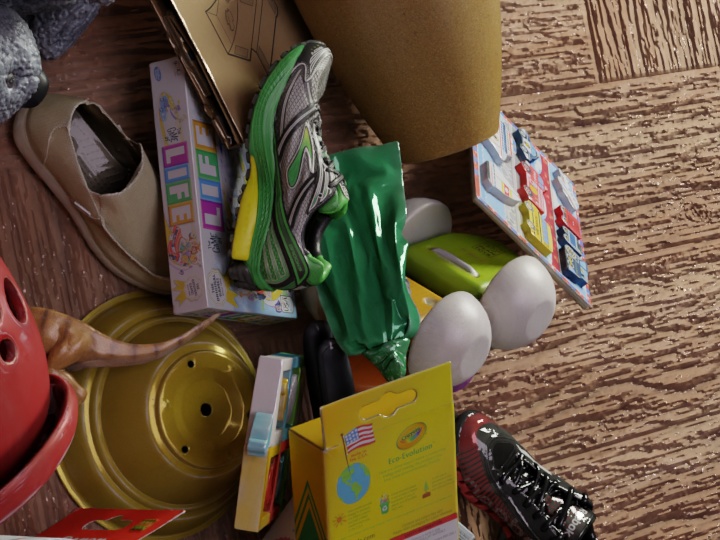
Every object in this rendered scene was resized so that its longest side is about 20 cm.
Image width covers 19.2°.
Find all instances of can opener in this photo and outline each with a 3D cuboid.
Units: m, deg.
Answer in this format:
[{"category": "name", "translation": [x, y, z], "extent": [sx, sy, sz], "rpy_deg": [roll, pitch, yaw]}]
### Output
[{"category": "can opener", "translation": [-0.016, 0.124, 1.727], "extent": [0.078, 0.063, 0.201], "rpy_deg": [-29, 125, -20]}]

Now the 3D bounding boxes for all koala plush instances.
[{"category": "koala plush", "translation": [-0.284, -0.180, 1.555], "extent": [0.183, 0.177, 0.201], "rpy_deg": [27, 68, -18]}]

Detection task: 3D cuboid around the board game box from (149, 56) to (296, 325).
[{"category": "board game box", "translation": [-0.109, -0.061, 1.699], "extent": [0.134, 0.034, 0.201], "rpy_deg": [8, 73, -60]}]

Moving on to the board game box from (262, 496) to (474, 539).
[{"category": "board game box", "translation": [-0.018, 0.252, 1.692], "extent": [0.200, 0.064, 0.148], "rpy_deg": [-55, 130, -11]}]

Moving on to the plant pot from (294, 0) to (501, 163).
[{"category": "plant pot", "translation": [0.046, -0.200, 1.791], "extent": [0.186, 0.186, 0.201], "rpy_deg": [-28, 106, -35]}]

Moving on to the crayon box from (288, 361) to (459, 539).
[{"category": "crayon box", "translation": [0.013, 0.169, 1.613], "extent": [0.127, 0.051, 0.201], "rpy_deg": [-17, 116, -33]}]

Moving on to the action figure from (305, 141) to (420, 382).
[{"category": "action figure", "translation": [0.000, 0.000, 1.681], "extent": [0.118, 0.055, 0.201], "rpy_deg": [-17, 62, 0]}]

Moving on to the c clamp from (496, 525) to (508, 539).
[{"category": "c clamp", "translation": [0.080, 0.239, 1.840], "extent": [0.171, 0.027, 0.201], "rpy_deg": [35, 64, -29]}]

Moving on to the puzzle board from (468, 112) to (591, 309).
[{"category": "puzzle board", "translation": [0.148, -0.071, 1.869], "extent": [0.151, 0.017, 0.200], "rpy_deg": [43, 24, -24]}]

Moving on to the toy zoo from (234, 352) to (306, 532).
[{"category": "toy zoo", "translation": [-0.070, 0.130, 1.647], "extent": [0.020, 0.200, 0.132], "rpy_deg": [9, 90, 5]}]

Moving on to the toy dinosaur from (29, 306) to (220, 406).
[{"category": "toy dinosaur", "translation": [-0.215, 0.059, 1.592], "extent": [0.199, 0.060, 0.107], "rpy_deg": [17, 100, -8]}]

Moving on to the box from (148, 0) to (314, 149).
[{"category": "box", "translation": [-0.102, -0.203, 1.717], "extent": [0.164, 0.021, 0.200], "rpy_deg": [63, 27, -13]}]

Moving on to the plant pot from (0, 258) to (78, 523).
[{"category": "plant pot", "translation": [-0.305, 0.081, 1.477], "extent": [0.201, 0.200, 0.183], "rpy_deg": [-50, 118, -30]}]

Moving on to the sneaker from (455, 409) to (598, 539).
[{"category": "sneaker", "translation": [0.147, 0.197, 1.826], "extent": [0.071, 0.098, 0.201], "rpy_deg": [-50, 118, -32]}]

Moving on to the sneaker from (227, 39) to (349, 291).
[{"category": "sneaker", "translation": [-0.043, -0.080, 1.658], "extent": [0.078, 0.085, 0.201], "rpy_deg": [21, 76, -73]}]

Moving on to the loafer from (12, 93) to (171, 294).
[{"category": "loafer", "translation": [-0.188, -0.058, 1.659], "extent": [0.200, 0.068, 0.076], "rpy_deg": [46, 60, -22]}]

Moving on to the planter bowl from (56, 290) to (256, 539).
[{"category": "planter bowl", "translation": [-0.139, 0.111, 1.663], "extent": [0.200, 0.083, 0.202], "rpy_deg": [5, 81, -36]}]

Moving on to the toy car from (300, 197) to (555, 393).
[{"category": "toy car", "translation": [0.054, 0.044, 1.785], "extent": [0.200, 0.175, 0.151], "rpy_deg": [-27, 136, -40]}]

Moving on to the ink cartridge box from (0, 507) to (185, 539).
[{"category": "ink cartridge box", "translation": [-0.249, 0.197, 1.520], "extent": [0.200, 0.162, 0.050], "rpy_deg": [-30, 103, -35]}]
